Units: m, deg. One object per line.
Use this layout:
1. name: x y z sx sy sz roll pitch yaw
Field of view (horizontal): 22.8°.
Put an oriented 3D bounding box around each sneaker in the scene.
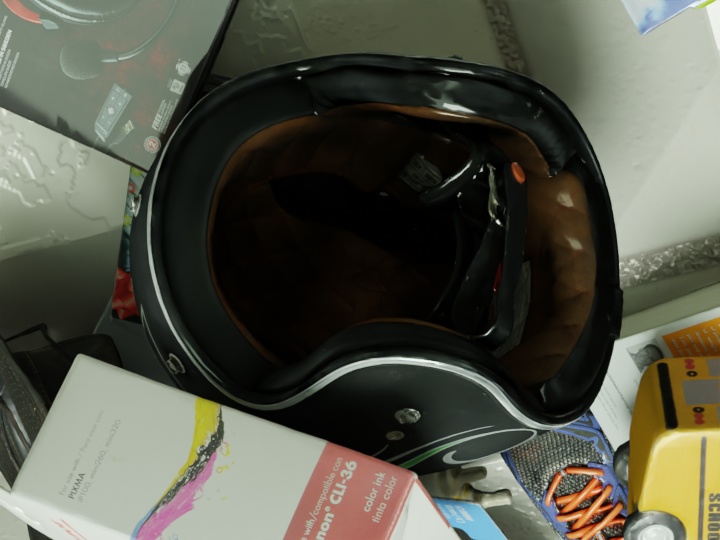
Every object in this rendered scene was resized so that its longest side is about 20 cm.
1. sneaker: 0.145 0.144 0.972 0.075 0.079 0.200 -34 112 25

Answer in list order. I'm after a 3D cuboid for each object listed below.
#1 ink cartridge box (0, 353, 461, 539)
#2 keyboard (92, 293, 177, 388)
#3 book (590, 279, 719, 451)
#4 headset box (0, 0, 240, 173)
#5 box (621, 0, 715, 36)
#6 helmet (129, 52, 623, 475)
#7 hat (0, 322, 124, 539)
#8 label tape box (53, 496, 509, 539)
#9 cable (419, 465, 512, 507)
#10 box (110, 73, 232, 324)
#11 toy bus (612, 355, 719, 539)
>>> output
1. ink cartridge box: -0.063 0.100 0.746 0.199 0.068 0.117 17 160 23
2. keyboard: -0.059 0.076 1.002 0.199 0.011 0.056 27 127 -9
3. book: 0.213 0.066 0.886 0.199 0.048 0.134 -23 102 39
4. headset box: -0.149 -0.154 0.807 0.199 0.075 0.150 25 107 -4
5. box: 0.177 -0.201 0.745 0.199 0.048 0.123 -31 90 25
6. helmet: 0.000 0.000 0.790 0.189 0.200 0.201 -4 123 32
7. hat: -0.153 0.085 0.962 0.080 0.200 0.202 -25 124 -23
8. label tape box: -0.027 0.144 0.864 0.198 0.064 0.144 8 160 21
9. cable: -0.017 0.125 0.991 0.199 0.050 0.097 -29 115 29
10. box: -0.022 -0.019 0.916 0.198 0.040 0.138 12 123 0
11. toy bus: 0.167 0.142 0.886 0.077 0.065 0.202 -3 120 4
